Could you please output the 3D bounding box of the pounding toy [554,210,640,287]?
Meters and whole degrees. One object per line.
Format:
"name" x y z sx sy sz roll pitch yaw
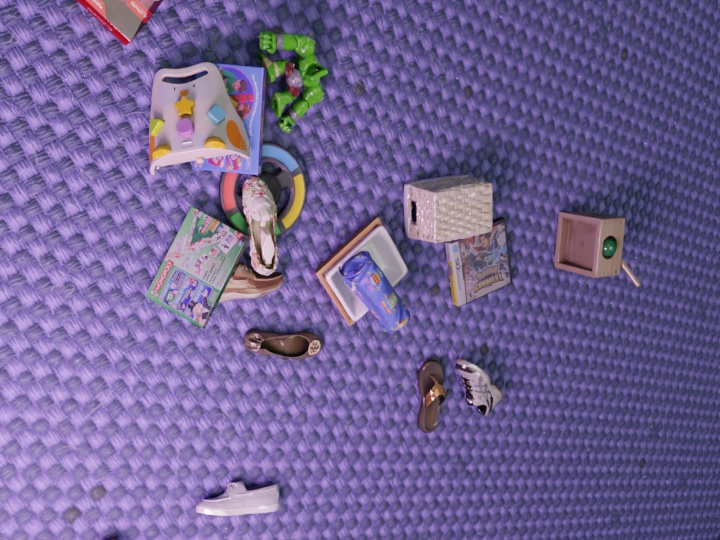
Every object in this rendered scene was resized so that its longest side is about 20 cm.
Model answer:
"pounding toy" 0.665 -0.060 1.858 0.139 0.199 0.190 -5 104 -29

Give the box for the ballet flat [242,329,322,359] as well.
"ballet flat" -0.168 0.167 1.493 0.196 0.046 0.069 12 95 -32

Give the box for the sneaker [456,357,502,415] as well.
"sneaker" 0.310 0.319 1.799 0.088 0.075 0.200 -50 120 -12

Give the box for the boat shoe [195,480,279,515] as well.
"boat shoe" -0.272 0.509 1.497 0.195 0.072 0.071 6 77 -25

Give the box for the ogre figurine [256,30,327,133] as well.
"ogre figurine" -0.135 -0.395 1.362 0.118 0.098 0.205 -26 111 -20

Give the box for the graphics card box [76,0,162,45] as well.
"graphics card box" -0.408 -0.528 1.196 0.125 0.051 0.202 40 78 -31

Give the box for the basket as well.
"basket" 0.216 -0.150 1.612 0.196 0.123 0.140 -12 108 -29

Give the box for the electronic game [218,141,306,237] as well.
"electronic game" -0.203 -0.166 1.403 0.195 0.041 0.206 -8 105 -30

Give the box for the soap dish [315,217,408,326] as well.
"soap dish" 0.000 0.000 1.539 0.199 0.081 0.159 -42 118 -16

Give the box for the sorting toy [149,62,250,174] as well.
"sorting toy" -0.321 -0.295 1.248 0.194 0.107 0.185 -9 81 2

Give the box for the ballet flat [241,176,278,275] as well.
"ballet flat" -0.196 -0.089 1.361 0.074 0.064 0.206 -13 104 -22

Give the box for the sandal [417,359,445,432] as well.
"sandal" 0.189 0.333 1.741 0.080 0.054 0.206 -2 102 -31

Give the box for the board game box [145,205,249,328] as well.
"board game box" -0.324 -0.007 1.331 0.132 0.029 0.204 27 86 3

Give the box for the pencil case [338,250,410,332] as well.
"pencil case" 0.033 0.052 1.474 0.201 0.077 0.088 53 44 -28

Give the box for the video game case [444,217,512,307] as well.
"video game case" 0.314 -0.022 1.756 0.196 0.025 0.186 -20 110 -26

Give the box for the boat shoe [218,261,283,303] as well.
"boat shoe" -0.252 0.019 1.396 0.196 0.075 0.074 -10 104 -31

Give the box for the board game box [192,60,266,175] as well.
"board game box" -0.257 -0.296 1.306 0.130 0.045 0.206 5 99 -2
